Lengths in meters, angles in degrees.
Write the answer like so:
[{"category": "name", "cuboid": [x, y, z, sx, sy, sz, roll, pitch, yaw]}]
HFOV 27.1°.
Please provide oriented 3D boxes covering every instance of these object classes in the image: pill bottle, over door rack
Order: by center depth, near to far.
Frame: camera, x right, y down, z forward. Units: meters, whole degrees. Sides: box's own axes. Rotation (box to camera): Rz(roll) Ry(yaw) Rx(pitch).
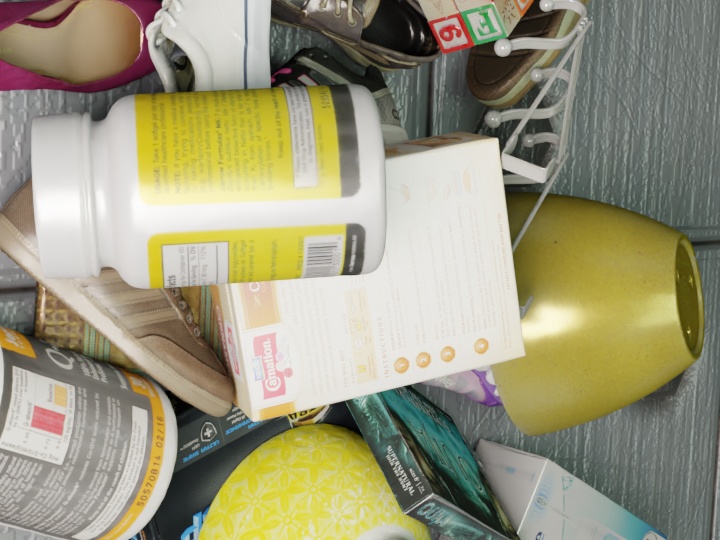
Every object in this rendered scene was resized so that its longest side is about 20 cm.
[{"category": "pill bottle", "cuboid": [-0.089, -0.049, 0.881, 0.198, 0.114, 0.115, -3, 101, -8]}, {"category": "pill bottle", "cuboid": [-0.219, 0.095, 0.913, 0.199, 0.116, 0.117, 26, 80, -41]}, {"category": "over door rack", "cuboid": [0.119, -0.091, 1.109, 0.148, 0.066, 0.201, 91, 14, -46]}]

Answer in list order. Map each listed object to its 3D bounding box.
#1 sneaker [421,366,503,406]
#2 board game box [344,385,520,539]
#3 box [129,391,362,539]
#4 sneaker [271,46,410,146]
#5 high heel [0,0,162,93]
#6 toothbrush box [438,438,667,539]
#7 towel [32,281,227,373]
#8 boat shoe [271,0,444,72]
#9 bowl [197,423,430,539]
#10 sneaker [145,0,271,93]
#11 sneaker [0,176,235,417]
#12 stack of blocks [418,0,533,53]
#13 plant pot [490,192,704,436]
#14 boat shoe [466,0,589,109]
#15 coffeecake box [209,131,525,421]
[{"category": "sneaker", "cuboid": [0.063, 0.064, 1.193, 0.200, 0.088, 0.081, 40, 32, -58]}, {"category": "board game box", "cuboid": [0.053, 0.143, 1.123, 0.028, 0.136, 0.200, -35, 149, 9]}, {"category": "box", "cuboid": [-0.083, 0.149, 1.090, 0.199, 0.046, 0.160, -25, 113, -37]}, {"category": "sneaker", "cuboid": [-0.057, -0.114, 1.055, 0.198, 0.074, 0.088, 1, 68, -26]}, {"category": "high heel", "cuboid": [-0.172, -0.140, 0.930, 0.199, 0.096, 0.068, -17, 108, -39]}, {"category": "toothbrush box", "cuboid": [0.161, 0.255, 1.300, 0.200, 0.085, 0.147, 36, 74, -38]}, {"category": "towel", "cuboid": [-0.122, -0.001, 1.018, 0.198, 0.022, 0.148, 3, 95, -25]}, {"category": "boat shoe", "cuboid": [-0.013, -0.202, 1.076, 0.199, 0.073, 0.075, 19, 85, -42]}, {"category": "bowl", "cuboid": [-0.011, 0.217, 1.063, 0.199, 0.107, 0.202, -9, 103, -41]}, {"category": "sneaker", "cuboid": [-0.100, -0.161, 0.963, 0.070, 0.073, 0.202, 3, 72, -31]}, {"category": "sneaker", "cuboid": [-0.142, 0.013, 0.959, 0.200, 0.070, 0.076, 43, 82, -23]}, {"category": "stack of blocks", "cuboid": [0.099, -0.269, 1.132, 0.116, 0.058, 0.200, 61, 40, -25]}, {"category": "plant pot", "cuboid": [0.197, 0.028, 1.204, 0.200, 0.141, 0.202, 28, 59, -60]}, {"category": "boat shoe", "cuboid": [0.156, -0.207, 1.236, 0.201, 0.071, 0.076, -58, 144, -16]}, {"category": "coffeecake box", "cuboid": [0.000, 0.000, 1.013, 0.198, 0.073, 0.155, -12, 102, -17]}]
